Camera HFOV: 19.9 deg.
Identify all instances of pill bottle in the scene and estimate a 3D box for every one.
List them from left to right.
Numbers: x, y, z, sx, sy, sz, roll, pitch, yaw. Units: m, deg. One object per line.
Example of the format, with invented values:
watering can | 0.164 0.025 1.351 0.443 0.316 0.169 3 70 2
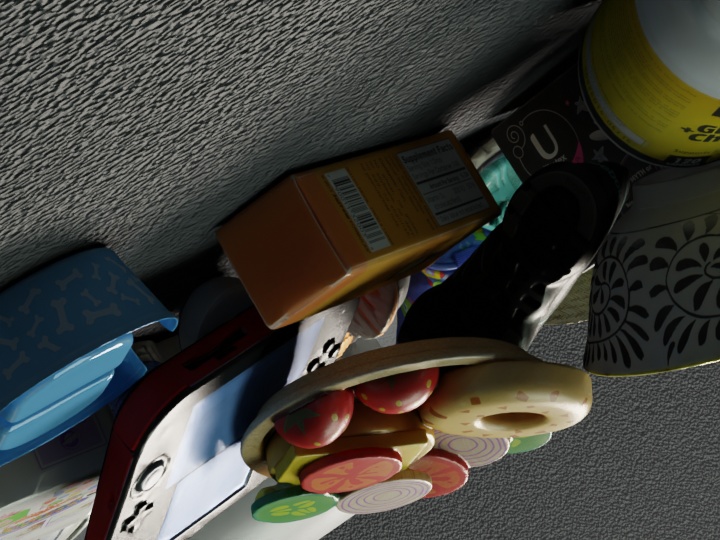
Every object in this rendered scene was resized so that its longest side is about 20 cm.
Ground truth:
pill bottle | 0.186 -0.129 1.055 0.112 0.112 0.200 -30 173 -12

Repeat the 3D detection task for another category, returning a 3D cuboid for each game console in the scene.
game console | -0.082 0.096 1.205 0.200 0.031 0.178 -32 149 -45

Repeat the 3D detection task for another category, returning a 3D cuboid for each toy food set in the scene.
toy food set | 0.027 0.095 1.208 0.199 0.049 0.198 -5 156 -19

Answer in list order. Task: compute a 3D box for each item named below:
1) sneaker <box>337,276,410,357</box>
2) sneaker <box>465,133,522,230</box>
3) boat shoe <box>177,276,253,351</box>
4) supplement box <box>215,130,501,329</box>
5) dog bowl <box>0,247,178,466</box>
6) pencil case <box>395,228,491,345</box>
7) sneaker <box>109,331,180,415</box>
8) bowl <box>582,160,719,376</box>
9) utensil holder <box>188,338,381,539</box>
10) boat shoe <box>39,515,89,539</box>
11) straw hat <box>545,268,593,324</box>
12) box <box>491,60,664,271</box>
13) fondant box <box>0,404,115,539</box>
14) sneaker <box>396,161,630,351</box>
sneaker | 0.000 0.000 1.352 0.077 0.078 0.200 -40 -179 -16
sneaker | 0.107 -0.054 1.379 0.199 0.080 0.077 -25 171 -42
boat shoe | -0.080 0.042 1.272 0.072 0.068 0.200 -58 158 -4
supplement box | 0.004 -0.026 1.176 0.066 0.069 0.200 -35 171 29
dog bowl | -0.159 0.046 1.028 0.111 0.050 0.200 -29 173 -22
pencil case | 0.065 0.035 1.468 0.078 0.087 0.201 -21 139 -17
sneaker | -0.118 0.091 1.360 0.078 0.089 0.200 -34 173 26
bowl | 0.209 -0.017 1.164 0.199 0.095 0.201 -17 -174 2
utensil holder | -0.068 0.131 1.550 0.199 0.171 0.170 -34 173 10
boat shoe | -0.266 0.212 1.564 0.202 0.075 0.086 -43 153 27
straw hat | 0.165 -0.055 1.580 0.200 0.201 0.085 -30 132 -14
box | 0.206 -0.108 1.291 0.200 0.115 0.132 -36 173 41
fondant box | -0.230 0.137 1.258 0.144 0.059 0.200 -21 171 -22
sneaker | 0.098 0.008 1.254 0.200 0.075 0.079 -49 170 35
